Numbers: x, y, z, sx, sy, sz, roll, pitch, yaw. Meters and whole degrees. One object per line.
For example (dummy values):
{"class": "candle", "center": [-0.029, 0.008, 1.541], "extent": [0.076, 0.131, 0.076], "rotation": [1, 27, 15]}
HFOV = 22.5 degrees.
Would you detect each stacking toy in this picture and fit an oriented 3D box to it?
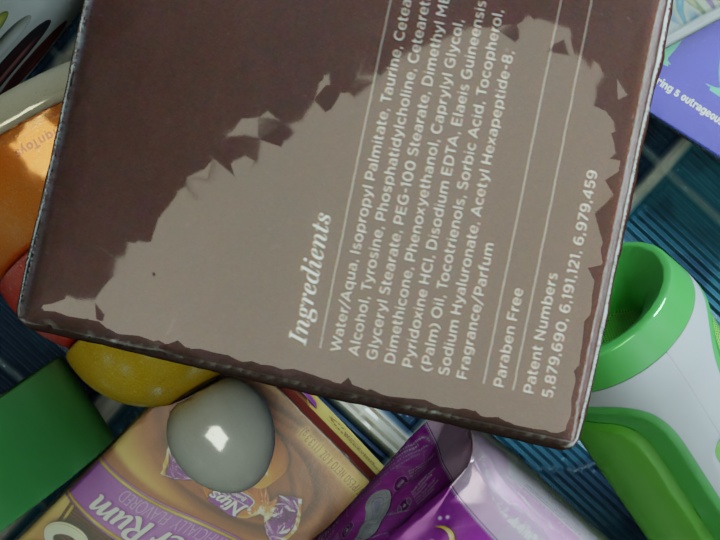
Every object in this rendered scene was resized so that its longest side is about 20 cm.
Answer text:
{"class": "stacking toy", "center": [-0.102, 0.012, 0.818], "extent": [0.145, 0.146, 0.201], "rotation": [-28, 85, 6]}

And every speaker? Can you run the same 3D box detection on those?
{"class": "speaker", "center": [0.152, 0.083, 0.824], "extent": [0.088, 0.089, 0.201], "rotation": [-33, 119, 6]}

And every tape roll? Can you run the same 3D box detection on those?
{"class": "tape roll", "center": [-0.207, 0.114, 0.821], "extent": [0.200, 0.200, 0.048], "rotation": [-34, 94, 6]}

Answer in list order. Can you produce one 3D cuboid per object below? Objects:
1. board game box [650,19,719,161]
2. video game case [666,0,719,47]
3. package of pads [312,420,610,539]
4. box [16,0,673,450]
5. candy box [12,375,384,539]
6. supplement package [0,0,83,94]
{"class": "board game box", "center": [0.202, -0.150, 0.847], "extent": [0.151, 0.045, 0.201], "rotation": [31, 96, -1]}
{"class": "video game case", "center": [0.065, -0.157, 0.781], "extent": [0.199, 0.022, 0.183], "rotation": [-28, 116, 1]}
{"class": "package of pads", "center": [0.076, 0.170, 0.842], "extent": [0.200, 0.076, 0.121], "rotation": [42, 98, -14]}
{"class": "box", "center": [0.001, -0.038, 0.680], "extent": [0.198, 0.166, 0.166], "rotation": [12, 90, 5]}
{"class": "candy box", "center": [-0.092, 0.136, 0.891], "extent": [0.117, 0.056, 0.200], "rotation": [44, 98, -4]}
{"class": "supplement package", "center": [-0.218, -0.135, 0.798], "extent": [0.147, 0.191, 0.200], "rotation": [41, 97, -2]}
